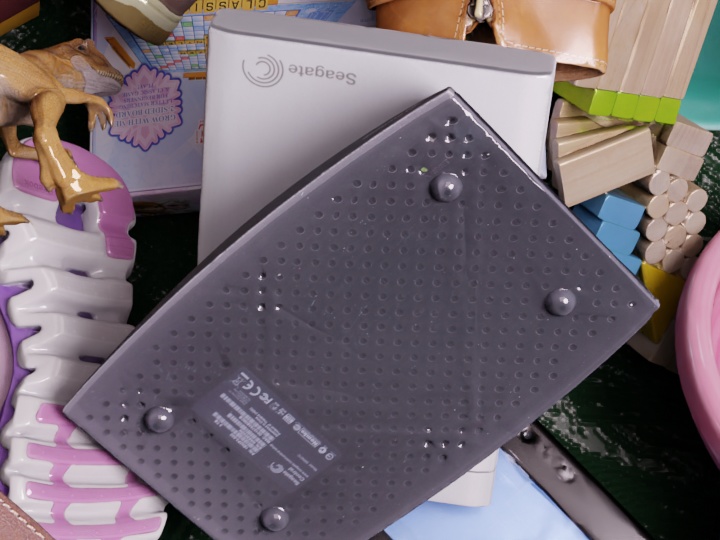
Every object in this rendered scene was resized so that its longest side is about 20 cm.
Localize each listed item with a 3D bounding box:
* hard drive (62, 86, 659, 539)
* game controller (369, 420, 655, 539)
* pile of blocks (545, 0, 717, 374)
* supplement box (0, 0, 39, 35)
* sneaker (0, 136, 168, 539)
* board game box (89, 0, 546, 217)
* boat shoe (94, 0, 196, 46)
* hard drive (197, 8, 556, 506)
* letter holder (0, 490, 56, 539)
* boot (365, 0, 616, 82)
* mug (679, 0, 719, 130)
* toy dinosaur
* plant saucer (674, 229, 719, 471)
[{"bbox_3d":[-0.002,0.027,0.697,0.200,0.042,0.135,-39,112,20],"label":"hard drive"},{"bbox_3d":[0.042,0.104,0.797,0.104,0.042,0.200,-42,81,-18],"label":"game controller"},{"bbox_3d":[0.111,-0.046,0.808,0.082,0.062,0.200,-19,120,-18],"label":"pile of blocks"},{"bbox_3d":[-0.234,-0.187,0.729,0.133,0.200,0.197,-31,86,-16],"label":"supplement box"},{"bbox_3d":[-0.137,0.049,0.752,0.080,0.088,0.200,17,57,-45],"label":"sneaker"},{"bbox_3d":[-0.022,-0.131,0.798,0.200,0.041,0.200,-4,78,17],"label":"board game box"},{"bbox_3d":[-0.123,-0.189,0.786,0.066,0.072,0.201,-37,72,8],"label":"boat shoe"},{"bbox_3d":[0.000,0.000,0.730,0.132,0.027,0.200,9,119,6],"label":"hard drive"},{"bbox_3d":[-0.134,0.190,0.675,0.142,0.101,0.200,-40,88,-18],"label":"letter holder"},{"bbox_3d":[0.090,-0.155,0.710,0.200,0.077,0.155,-5,77,9],"label":"boot"},{"bbox_3d":[0.167,-0.145,0.836,0.152,0.185,0.114,-3,35,21],"label":"mug"},{"bbox_3d":[-0.146,-0.069,0.686,0.060,0.200,0.106,-25,80,10],"label":"toy dinosaur"},{"bbox_3d":[0.225,0.058,0.786,0.200,0.051,0.201,10,52,-13],"label":"plant saucer"}]
